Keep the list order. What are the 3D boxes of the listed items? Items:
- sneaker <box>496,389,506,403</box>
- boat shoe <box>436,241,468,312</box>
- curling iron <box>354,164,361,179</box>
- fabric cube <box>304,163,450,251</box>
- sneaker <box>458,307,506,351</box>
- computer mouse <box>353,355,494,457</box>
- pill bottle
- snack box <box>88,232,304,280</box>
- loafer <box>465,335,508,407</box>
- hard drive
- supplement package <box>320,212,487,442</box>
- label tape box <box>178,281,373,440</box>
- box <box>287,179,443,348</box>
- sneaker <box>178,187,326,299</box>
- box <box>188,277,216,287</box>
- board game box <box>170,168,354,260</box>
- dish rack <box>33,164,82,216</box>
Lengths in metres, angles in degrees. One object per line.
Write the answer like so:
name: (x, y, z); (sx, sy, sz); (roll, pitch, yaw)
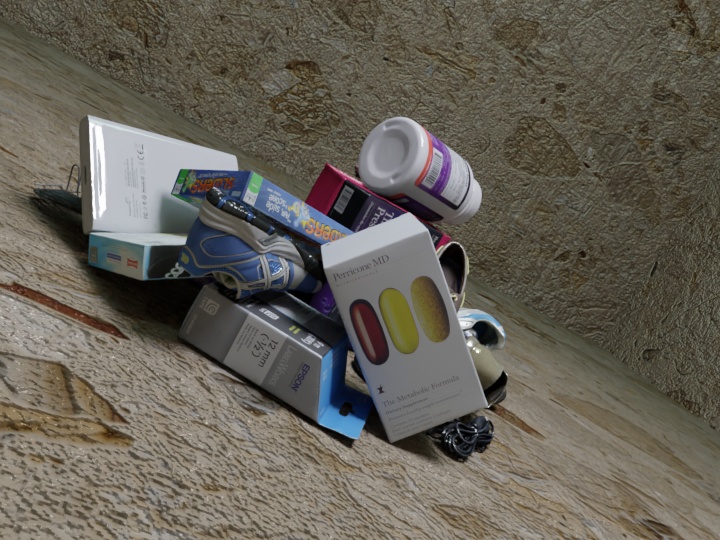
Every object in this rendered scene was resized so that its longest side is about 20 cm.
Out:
sneaker: (0.152, 0.135, 0.978); (0.200, 0.091, 0.066); (29, 10, -10)
boat shoe: (0.103, 0.037, 0.851); (0.072, 0.060, 0.200); (23, 42, 3)
curling iron: (0.038, -0.144, 1.076); (0.049, 0.026, 0.200); (22, 12, -29)
fabric cube: (-0.008, -0.030, 1.030); (0.200, 0.200, 0.196); (27, 8, -16)
sneaker: (0.115, 0.086, 0.888); (0.199, 0.072, 0.072); (1, 12, -25)
computer mouse: (0.079, 0.148, 0.801); (0.200, 0.053, 0.138); (35, 11, 26)
pill bottle: (0.096, -0.135, 0.934); (0.111, 0.112, 0.200); (37, 10, 39)
snack box: (-0.172, -0.018, 0.692); (0.116, 0.037, 0.200); (11, 9, 42)
loafer: (0.159, 0.154, 0.861); (0.068, 0.076, 0.200); (42, -7, 27)
hard drive: (-0.228, -0.095, 0.754); (0.026, 0.132, 0.200); (-19, -17, 38)
supplement package: (0.042, 0.056, 0.679); (0.110, 0.113, 0.200); (-110, 179, -75)
label tape box: (-0.066, 0.081, 0.665); (0.200, 0.066, 0.143); (29, 9, 6)
box: (0.000, 0.000, 0.878); (0.141, 0.200, 0.079); (23, 10, -36)
sneaker: (-0.103, -0.011, 0.630); (0.076, 0.077, 0.200); (36, 1, 33)
box: (-0.184, -0.011, 0.873); (0.137, 0.039, 0.200); (29, 9, -6)
board game box: (-0.100, -0.060, 0.744); (0.135, 0.035, 0.200); (9, -13, 43)
dish rack: (-0.294, -0.095, 0.806); (0.153, 0.055, 0.200); (20, 13, 21)
